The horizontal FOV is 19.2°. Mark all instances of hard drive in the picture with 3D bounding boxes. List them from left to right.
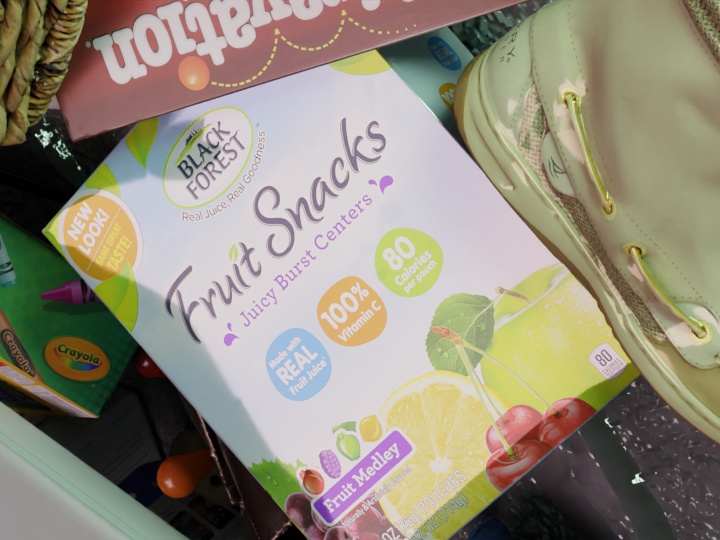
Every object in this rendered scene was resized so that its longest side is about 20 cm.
[{"bbox_3d":[-0.159,0.130,1.022,0.199,0.027,0.133,32,135,26],"label":"hard drive"}]

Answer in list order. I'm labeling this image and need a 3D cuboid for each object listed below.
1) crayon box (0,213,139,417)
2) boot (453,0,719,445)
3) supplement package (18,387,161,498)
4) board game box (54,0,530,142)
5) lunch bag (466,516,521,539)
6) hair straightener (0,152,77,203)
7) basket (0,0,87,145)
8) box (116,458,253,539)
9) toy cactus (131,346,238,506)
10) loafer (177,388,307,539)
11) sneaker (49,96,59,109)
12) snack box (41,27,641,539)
[{"bbox_3d":[-0.189,0.018,1.051,0.118,0.059,0.200,34,166,-17],"label":"crayon box"},{"bbox_3d":[0.139,-0.027,0.683,0.200,0.073,0.155,48,142,-2],"label":"boot"},{"bbox_3d":[-0.170,0.167,1.194,0.116,0.117,0.201,14,131,42],"label":"supplement package"},{"bbox_3d":[-0.035,-0.120,0.749,0.198,0.019,0.104,-15,102,25],"label":"board game box"},{"bbox_3d":[0.061,0.224,0.894,0.131,0.200,0.137,27,141,16],"label":"lunch bag"},{"bbox_3d":[-0.226,-0.076,1.079,0.199,0.077,0.041,25,170,16],"label":"hair straightener"},{"bbox_3d":[-0.181,-0.137,0.780,0.201,0.149,0.143,53,179,17],"label":"basket"},{"bbox_3d":[-0.061,0.178,1.073,0.199,0.119,0.042,33,144,27],"label":"box"},{"bbox_3d":[-0.053,0.101,1.029,0.200,0.102,0.165,51,158,-15],"label":"toy cactus"},{"bbox_3d":[-0.021,0.086,0.910,0.201,0.073,0.071,64,174,-7],"label":"loafer"},{"bbox_3d":[-0.162,-0.100,0.972,0.080,0.074,0.199,47,154,-16],"label":"sneaker"},{"bbox_3d":[0.000,0.000,0.820,0.200,0.068,0.169,48,120,5],"label":"snack box"}]
